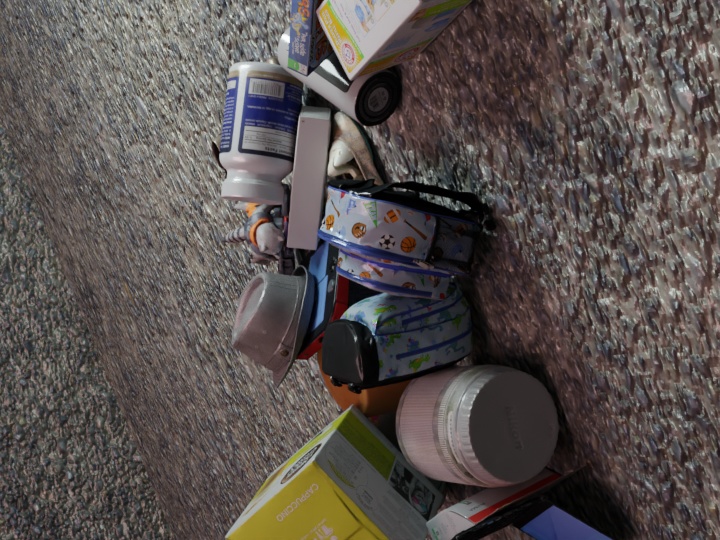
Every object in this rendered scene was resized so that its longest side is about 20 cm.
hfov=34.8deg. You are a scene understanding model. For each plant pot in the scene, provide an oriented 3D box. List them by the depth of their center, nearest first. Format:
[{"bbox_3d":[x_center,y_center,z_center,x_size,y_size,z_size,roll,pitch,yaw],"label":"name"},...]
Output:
[{"bbox_3d":[0.026,0.135,1.756,0.200,0.139,0.201,42,145,39],"label":"plant pot"}]

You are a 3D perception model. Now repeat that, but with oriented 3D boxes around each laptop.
[{"bbox_3d":[0.214,0.371,1.519,0.104,0.199,0.177,64,163,18],"label":"laptop"}]

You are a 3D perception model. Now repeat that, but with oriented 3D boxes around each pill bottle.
[{"bbox_3d":[-0.152,-0.204,1.733,0.115,0.115,0.202,5,87,60],"label":"pill bottle"}]

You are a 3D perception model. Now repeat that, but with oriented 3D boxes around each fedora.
[{"bbox_3d":[-0.141,0.077,1.748,0.200,0.090,0.178,123,156,-46],"label":"fedora"}]

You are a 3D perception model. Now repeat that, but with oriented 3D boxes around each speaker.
[{"bbox_3d":[-0.033,-0.277,1.605,0.200,0.081,0.082,41,144,41],"label":"speaker"}]

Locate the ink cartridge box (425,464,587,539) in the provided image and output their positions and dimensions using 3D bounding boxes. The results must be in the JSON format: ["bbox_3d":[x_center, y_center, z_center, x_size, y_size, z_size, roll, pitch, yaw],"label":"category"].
[{"bbox_3d":[0.194,0.304,1.560,0.050,0.160,0.200,60,150,18],"label":"ink cartridge box"}]

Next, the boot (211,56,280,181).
[{"bbox_3d":[-0.168,-0.221,1.817,0.070,0.145,0.201,14,122,60],"label":"boot"}]

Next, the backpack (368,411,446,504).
[{"bbox_3d":[0.040,0.316,1.829,0.200,0.175,0.154,51,161,22],"label":"backpack"}]

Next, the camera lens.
[{"bbox_3d":[0.152,0.209,1.561,0.200,0.159,0.161,-11,101,63],"label":"camera lens"}]

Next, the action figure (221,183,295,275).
[{"bbox_3d":[-0.159,-0.036,1.867,0.193,0.104,0.202,-177,82,-74],"label":"action figure"}]

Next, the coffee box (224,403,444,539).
[{"bbox_3d":[-0.034,0.355,1.654,0.200,0.198,0.200,46,114,-1],"label":"coffee box"}]

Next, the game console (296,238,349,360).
[{"bbox_3d":[-0.062,0.030,1.727,0.200,0.031,0.178,136,139,-59],"label":"game console"}]

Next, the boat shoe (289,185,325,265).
[{"bbox_3d":[-0.076,-0.054,1.864,0.201,0.072,0.071,59,157,18],"label":"boat shoe"}]

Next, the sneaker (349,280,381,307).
[{"bbox_3d":[0.000,0.000,1.726,0.082,0.070,0.202,132,141,-63],"label":"sneaker"}]

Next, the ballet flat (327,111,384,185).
[{"bbox_3d":[-0.007,-0.138,1.679,0.201,0.067,0.068,62,152,10],"label":"ballet flat"}]

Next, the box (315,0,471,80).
[{"bbox_3d":[0.046,-0.327,1.380,0.102,0.112,0.200,63,149,5],"label":"box"}]

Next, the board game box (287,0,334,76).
[{"bbox_3d":[-0.041,-0.368,1.483,0.034,0.136,0.201,27,141,16],"label":"board game box"}]

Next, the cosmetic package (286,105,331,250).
[{"bbox_3d":[-0.077,-0.140,1.733,0.083,0.050,0.202,-85,2,-70],"label":"cosmetic package"}]

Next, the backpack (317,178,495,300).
[{"bbox_3d":[0.039,-0.048,1.510,0.199,0.190,0.155,12,85,56],"label":"backpack"}]

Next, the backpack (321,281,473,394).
[{"bbox_3d":[0.061,0.088,1.584,0.163,0.198,0.155,-176,88,-70],"label":"backpack"}]
